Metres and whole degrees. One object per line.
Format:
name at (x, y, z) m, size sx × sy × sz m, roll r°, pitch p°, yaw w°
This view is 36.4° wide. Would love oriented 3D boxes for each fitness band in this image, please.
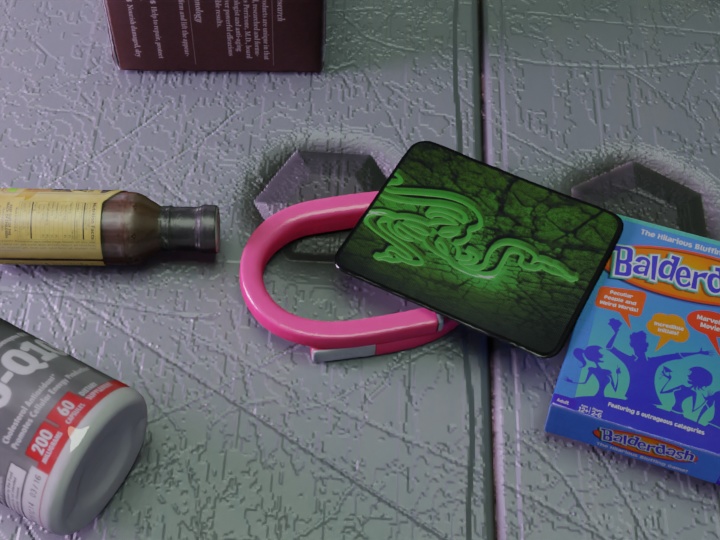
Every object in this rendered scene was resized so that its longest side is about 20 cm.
fitness band at (0.000, 0.000, 0.909) m, size 0.200 × 0.037 × 0.144 m, roll -8°, pitch 59°, yaw -9°

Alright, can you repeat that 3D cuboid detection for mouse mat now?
mouse mat at (0.098, -0.024, 0.899) m, size 0.200 × 0.008 × 0.161 m, roll 23°, pitch 58°, yaw 18°

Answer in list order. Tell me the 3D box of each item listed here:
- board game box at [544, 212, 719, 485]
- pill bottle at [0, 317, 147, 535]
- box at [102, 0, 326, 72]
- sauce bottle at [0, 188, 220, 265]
board game box at (0.245, 0.057, 0.866) m, size 0.152 × 0.045 × 0.200 m, roll 15°, pitch 55°, yaw 13°
pill bottle at (-0.266, 0.096, 0.791) m, size 0.200 × 0.114 × 0.114 m, roll 25°, pitch 61°, yaw 12°
box at (-0.132, -0.297, 1.010) m, size 0.200 × 0.164 × 0.166 m, roll -1°, pitch 58°, yaw -3°
sauce bottle at (-0.217, -0.035, 0.906) m, size 0.200 × 0.065 × 0.065 m, roll 2°, pitch 58°, yaw -4°
